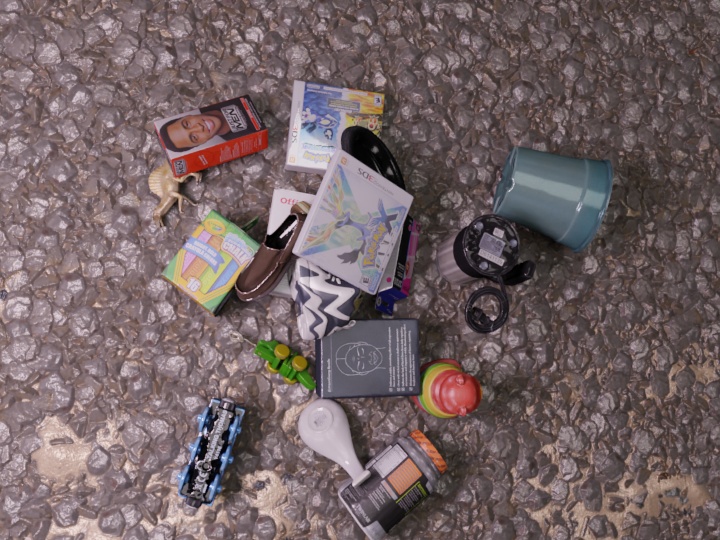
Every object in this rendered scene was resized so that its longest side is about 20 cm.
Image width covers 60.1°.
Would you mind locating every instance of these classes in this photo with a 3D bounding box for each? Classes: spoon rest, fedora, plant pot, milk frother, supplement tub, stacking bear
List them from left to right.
[{"bbox_3d":[-0.048,0.333,1.199,0.099,0.061,0.200,-35,54,-10],"label":"spoon rest"},{"bbox_3d":[0.004,-0.179,1.231,0.199,0.091,0.203,28,49,-39],"label":"fedora"},{"bbox_3d":[0.065,0.411,1.205,0.199,0.123,0.123,-37,90,-12],"label":"supplement tub"},{"bbox_3d":[0.172,0.234,1.206,0.112,0.200,0.124,3,83,-9],"label":"stacking bear"},{"bbox_3d":[0.228,0.015,1.249,0.180,0.188,0.200,42,78,-2],"label":"milk frother"},{"bbox_3d":[0.393,-0.162,1.307,0.193,0.200,0.203,17,80,0],"label":"plant pot"}]

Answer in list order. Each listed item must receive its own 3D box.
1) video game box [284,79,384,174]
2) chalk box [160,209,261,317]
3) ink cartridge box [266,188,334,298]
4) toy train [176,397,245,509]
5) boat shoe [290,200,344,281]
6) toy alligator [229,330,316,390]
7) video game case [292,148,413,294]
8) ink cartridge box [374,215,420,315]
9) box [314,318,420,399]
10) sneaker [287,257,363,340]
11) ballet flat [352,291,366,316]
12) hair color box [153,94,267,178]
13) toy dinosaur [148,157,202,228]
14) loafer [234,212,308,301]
[{"bbox_3d":[-0.054,-0.292,1.310,0.197,0.047,0.185,6,85,-9],"label":"video game box"},{"bbox_3d":[-0.268,-0.030,1.200,0.123,0.125,0.201,36,77,-4],"label":"chalk box"},{"bbox_3d":[-0.119,-0.046,1.247,0.145,0.086,0.203,10,80,-10],"label":"ink cartridge box"},{"bbox_3d":[-0.275,0.335,1.158,0.085,0.114,0.203,18,80,-4],"label":"toy train"},{"bbox_3d":[-0.050,-0.061,1.193,0.201,0.071,0.076,50,63,-10],"label":"boat shoe"},{"bbox_3d":[-0.165,0.165,1.234,0.199,0.060,0.054,33,35,1],"label":"toy alligator"},{"bbox_3d":[-0.008,-0.085,1.120,0.181,0.022,0.202,28,80,-29],"label":"video game case"},{"bbox_3d":[0.077,-0.011,1.274,0.037,0.095,0.203,9,81,26],"label":"ink cartridge box"},{"bbox_3d":[0.011,0.172,1.233,0.197,0.107,0.151,1,83,-11],"label":"box"},{"bbox_3d":[-0.061,0.026,1.168,0.128,0.080,0.202,-3,63,-24],"label":"sneaker"},{"bbox_3d":[0.000,0.000,1.267,0.070,0.071,0.202,30,82,-5],"label":"ballet flat"},{"bbox_3d":[-0.292,-0.267,1.230,0.198,0.061,0.102,-23,67,-19],"label":"hair color box"},{"bbox_3d":[-0.367,-0.185,1.234,0.099,0.058,0.204,5,82,-8],"label":"toy dinosaur"},{"bbox_3d":[-0.161,-0.033,1.112,0.200,0.071,0.073,-48,54,4],"label":"loafer"}]
